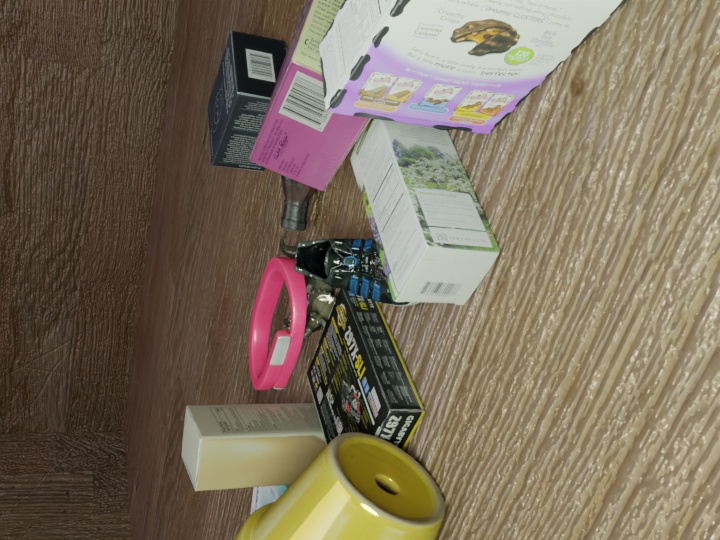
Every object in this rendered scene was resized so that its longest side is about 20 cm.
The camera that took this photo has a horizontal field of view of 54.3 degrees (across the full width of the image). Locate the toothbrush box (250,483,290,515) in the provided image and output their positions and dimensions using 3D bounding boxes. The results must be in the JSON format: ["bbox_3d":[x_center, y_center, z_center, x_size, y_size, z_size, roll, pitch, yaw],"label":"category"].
[{"bbox_3d":[-0.082,0.336,0.939,0.200,0.084,0.148,-155,70,-64],"label":"toothbrush box"}]

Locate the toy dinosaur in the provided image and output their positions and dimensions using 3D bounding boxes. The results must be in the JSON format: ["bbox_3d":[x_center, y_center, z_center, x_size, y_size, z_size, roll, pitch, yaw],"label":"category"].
[{"bbox_3d":[-0.068,0.022,0.996,0.102,0.076,0.202,-43,43,41],"label":"toy dinosaur"}]

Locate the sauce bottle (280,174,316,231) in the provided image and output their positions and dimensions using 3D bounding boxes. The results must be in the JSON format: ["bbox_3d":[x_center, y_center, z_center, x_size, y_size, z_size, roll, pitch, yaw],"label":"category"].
[{"bbox_3d":[-0.086,-0.161,1.050,0.066,0.065,0.202,-147,63,-63],"label":"sauce bottle"}]

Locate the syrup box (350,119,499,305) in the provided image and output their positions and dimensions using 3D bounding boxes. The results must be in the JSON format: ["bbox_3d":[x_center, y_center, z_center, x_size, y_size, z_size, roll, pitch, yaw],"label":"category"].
[{"bbox_3d":[0.057,-0.070,0.696,0.082,0.078,0.201,118,146,-43],"label":"syrup box"}]

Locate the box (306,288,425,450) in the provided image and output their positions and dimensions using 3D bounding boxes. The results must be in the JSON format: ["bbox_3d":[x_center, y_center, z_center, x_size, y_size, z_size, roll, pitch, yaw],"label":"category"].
[{"bbox_3d":[-0.002,0.142,0.835,0.161,0.049,0.201,-66,31,33],"label":"box"}]

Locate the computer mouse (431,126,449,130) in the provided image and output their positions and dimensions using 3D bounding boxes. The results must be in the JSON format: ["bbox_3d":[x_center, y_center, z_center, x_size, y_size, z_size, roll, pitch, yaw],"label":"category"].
[{"bbox_3d":[0.070,-0.236,0.703,0.034,0.058,0.202,108,156,-83],"label":"computer mouse"}]

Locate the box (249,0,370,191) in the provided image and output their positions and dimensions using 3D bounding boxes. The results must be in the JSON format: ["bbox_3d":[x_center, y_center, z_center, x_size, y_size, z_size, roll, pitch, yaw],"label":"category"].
[{"bbox_3d":[-0.033,-0.225,0.770,0.176,0.096,0.202,133,155,-58],"label":"box"}]

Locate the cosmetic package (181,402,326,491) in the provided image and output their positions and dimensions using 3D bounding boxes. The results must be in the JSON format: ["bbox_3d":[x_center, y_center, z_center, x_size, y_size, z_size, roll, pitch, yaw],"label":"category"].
[{"bbox_3d":[-0.121,0.223,0.904,0.105,0.198,0.072,-151,67,-64],"label":"cosmetic package"}]

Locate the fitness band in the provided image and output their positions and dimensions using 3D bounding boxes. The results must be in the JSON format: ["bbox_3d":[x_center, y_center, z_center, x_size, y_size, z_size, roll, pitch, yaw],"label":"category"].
[{"bbox_3d":[-0.117,0.075,0.969,0.144,0.037,0.201,-106,30,-44],"label":"fitness band"}]

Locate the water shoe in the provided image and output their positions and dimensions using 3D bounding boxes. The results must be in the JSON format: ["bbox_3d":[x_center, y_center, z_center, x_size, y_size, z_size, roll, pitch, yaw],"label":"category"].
[{"bbox_3d":[0.000,0.000,0.775,0.199,0.078,0.072,3,89,50],"label":"water shoe"}]

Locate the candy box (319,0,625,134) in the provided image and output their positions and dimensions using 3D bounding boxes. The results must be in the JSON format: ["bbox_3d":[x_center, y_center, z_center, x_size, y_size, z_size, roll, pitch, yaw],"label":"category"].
[{"bbox_3d":[0.081,-0.197,0.552,0.200,0.166,0.072,138,129,-57],"label":"candy box"}]

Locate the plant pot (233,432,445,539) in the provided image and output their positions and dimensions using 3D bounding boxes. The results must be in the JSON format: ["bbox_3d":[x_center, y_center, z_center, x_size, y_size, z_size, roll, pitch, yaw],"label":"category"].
[{"bbox_3d":[-0.016,0.276,0.693,0.190,0.199,0.201,-60,32,16],"label":"plant pot"}]

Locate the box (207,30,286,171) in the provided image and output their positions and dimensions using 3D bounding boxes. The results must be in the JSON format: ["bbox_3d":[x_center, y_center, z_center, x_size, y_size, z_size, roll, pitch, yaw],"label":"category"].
[{"bbox_3d":[-0.207,-0.304,1.288,0.200,0.106,0.150,129,138,-51],"label":"box"}]
